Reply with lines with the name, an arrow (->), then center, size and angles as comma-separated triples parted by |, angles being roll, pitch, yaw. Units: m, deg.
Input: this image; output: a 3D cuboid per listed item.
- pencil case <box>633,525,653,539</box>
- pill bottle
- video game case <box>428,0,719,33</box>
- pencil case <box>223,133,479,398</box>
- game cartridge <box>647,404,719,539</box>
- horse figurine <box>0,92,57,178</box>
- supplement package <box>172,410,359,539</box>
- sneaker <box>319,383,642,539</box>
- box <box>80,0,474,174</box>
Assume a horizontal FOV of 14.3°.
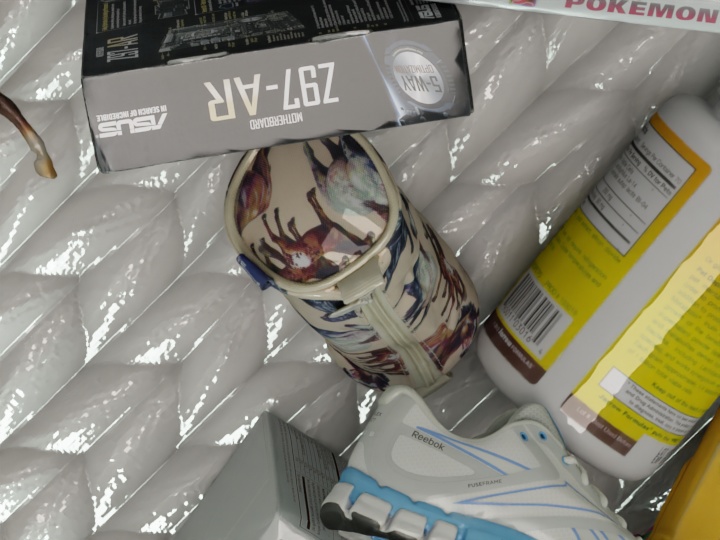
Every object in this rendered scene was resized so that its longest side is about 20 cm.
pencil case -> 0.196, 0.212, 1.442 | 0.088, 0.088, 0.200 | -38, 107, 7
pill bottle -> 0.153, -0.006, 1.355 | 0.109, 0.109, 0.200 | 36, 102, -15
video game case -> 0.099, -0.179, 1.255 | 0.182, 0.200, 0.023 | 6, 134, -7
pencil case -> 0.000, 0.000, 1.302 | 0.078, 0.200, 0.090 | -19, 70, 8
game cartridge -> 0.237, 0.120, 1.399 | 0.176, 0.032, 0.200 | 33, 80, -18
horse figurine -> -0.231, -0.079, 1.326 | 0.200, 0.050, 0.133 | -21, 96, 8
supplement package -> -0.015, 0.215, 1.391 | 0.200, 0.147, 0.191 | 33, 102, -13
sneaker -> 0.087, 0.108, 1.303 | 0.200, 0.075, 0.087 | 23, 74, -13
box -> -0.041, -0.100, 1.260 | 0.160, 0.200, 0.044 | -10, 108, -2
